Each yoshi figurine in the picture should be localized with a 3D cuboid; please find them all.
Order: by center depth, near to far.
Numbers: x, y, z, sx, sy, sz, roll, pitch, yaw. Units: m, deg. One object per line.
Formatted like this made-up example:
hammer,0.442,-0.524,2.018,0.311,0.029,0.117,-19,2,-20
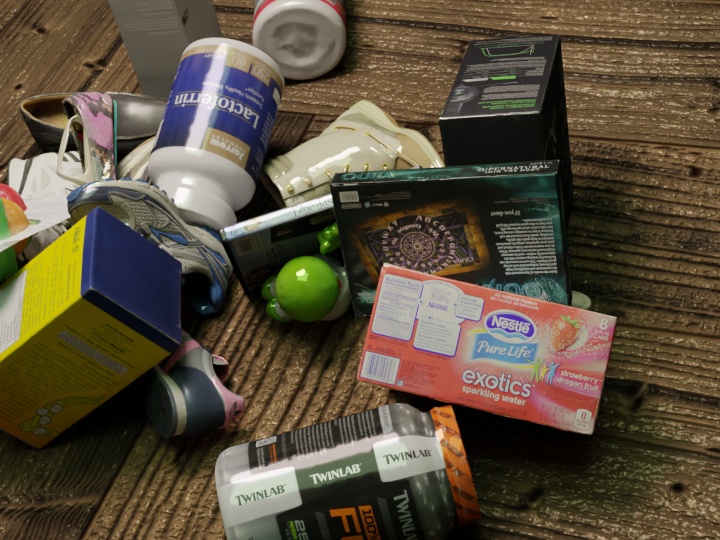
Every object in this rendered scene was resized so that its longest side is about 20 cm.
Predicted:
yoshi figurine,0.001,0.006,1.292,0.199,0.112,0.113,-17,51,3

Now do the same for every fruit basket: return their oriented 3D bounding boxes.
fruit basket,-0.371,-0.037,1.337,0.184,0.094,0.200,0,14,23

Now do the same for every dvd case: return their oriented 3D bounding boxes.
dvd case,-0.030,-0.036,1.319,0.199,0.143,0.018,-18,69,-2

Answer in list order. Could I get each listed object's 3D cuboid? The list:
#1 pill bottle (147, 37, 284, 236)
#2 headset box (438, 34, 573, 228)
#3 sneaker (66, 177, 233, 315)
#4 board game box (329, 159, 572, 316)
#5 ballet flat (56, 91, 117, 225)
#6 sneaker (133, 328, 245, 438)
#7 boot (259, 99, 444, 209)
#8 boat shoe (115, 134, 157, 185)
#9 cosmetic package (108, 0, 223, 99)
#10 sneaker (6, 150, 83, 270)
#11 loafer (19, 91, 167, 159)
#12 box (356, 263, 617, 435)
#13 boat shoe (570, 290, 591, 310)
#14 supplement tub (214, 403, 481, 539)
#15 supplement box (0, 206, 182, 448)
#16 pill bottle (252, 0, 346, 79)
pill bottle,-0.155,-0.130,1.421,0.115,0.116,0.201,4,65,19
headset box,0.141,-0.101,1.274,0.092,0.175,0.200,-2,31,15
sneaker,-0.198,-0.019,1.319,0.077,0.200,0.086,-30,46,33
board game box,0.081,-0.025,1.196,0.199,0.136,0.028,-2,29,15
ballet flat,-0.284,-0.092,1.438,0.071,0.069,0.201,-3,77,-28
sneaker,-0.172,0.088,1.300,0.082,0.070,0.200,-3,36,-24
boot,-0.006,-0.092,1.413,0.154,0.072,0.200,-31,41,-16
boat shoe,-0.190,-0.136,1.511,0.065,0.072,0.200,32,65,31
cosmetic package,-0.218,-0.279,1.565,0.090,0.200,0.107,-3,48,15
sneaker,-0.322,-0.070,1.475,0.115,0.076,0.201,-16,42,2
loafer,-0.295,-0.171,1.558,0.199,0.072,0.073,-4,67,16
box,0.106,0.066,1.149,0.199,0.095,0.103,12,87,6
boat shoe,0.111,0.061,1.240,0.200,0.061,0.072,-9,19,3
supplement tub,-0.009,0.181,1.110,0.199,0.123,0.123,-16,44,1
supplement box,-0.269,0.056,1.255,0.200,0.109,0.109,-35,39,25
pill bottle,-0.071,-0.330,1.635,0.110,0.111,0.201,-9,45,7
